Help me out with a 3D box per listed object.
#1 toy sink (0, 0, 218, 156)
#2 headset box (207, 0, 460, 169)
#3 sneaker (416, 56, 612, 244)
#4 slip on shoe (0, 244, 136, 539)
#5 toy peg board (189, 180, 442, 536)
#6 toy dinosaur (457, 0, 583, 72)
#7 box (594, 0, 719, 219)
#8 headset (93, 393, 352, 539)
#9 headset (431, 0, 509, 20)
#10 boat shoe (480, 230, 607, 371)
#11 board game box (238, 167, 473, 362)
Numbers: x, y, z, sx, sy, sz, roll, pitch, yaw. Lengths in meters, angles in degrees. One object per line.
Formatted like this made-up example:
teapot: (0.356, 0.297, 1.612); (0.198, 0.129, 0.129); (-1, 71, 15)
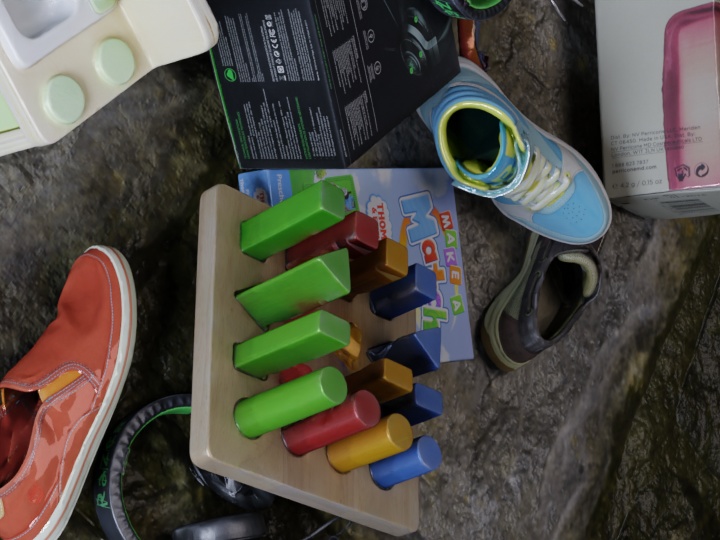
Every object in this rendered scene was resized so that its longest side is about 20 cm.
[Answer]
toy sink: (-0.204, -0.147, 1.146); (0.112, 0.199, 0.131); (-44, 115, -41)
headset box: (-0.018, -0.189, 1.382); (0.200, 0.092, 0.175); (-44, 128, -49)
sneaker: (0.122, -0.072, 1.507); (0.200, 0.080, 0.131); (38, 15, -16)
slip on shoe: (-0.192, 0.073, 1.220); (0.061, 0.074, 0.201); (31, 67, -35)
toy peg board: (-0.006, 0.051, 1.313); (0.199, 0.098, 0.201); (25, 54, -39)
toy dinosaur: (0.081, -0.251, 1.576); (0.199, 0.105, 0.182); (23, 74, -5)
box: (0.275, -0.154, 1.687); (0.128, 0.108, 0.201); (14, 73, -63)
headset: (-0.092, 0.162, 1.323); (0.199, 0.094, 0.124); (24, 66, -25)
headset: (0.111, -0.274, 1.401); (0.123, 0.094, 0.201); (43, 65, -54)
boat shoe: (0.169, 0.004, 1.604); (0.073, 0.065, 0.200); (51, 50, -25)
board game box: (0.000, 0.000, 1.452); (0.199, 0.036, 0.152); (-4, 86, -47)
